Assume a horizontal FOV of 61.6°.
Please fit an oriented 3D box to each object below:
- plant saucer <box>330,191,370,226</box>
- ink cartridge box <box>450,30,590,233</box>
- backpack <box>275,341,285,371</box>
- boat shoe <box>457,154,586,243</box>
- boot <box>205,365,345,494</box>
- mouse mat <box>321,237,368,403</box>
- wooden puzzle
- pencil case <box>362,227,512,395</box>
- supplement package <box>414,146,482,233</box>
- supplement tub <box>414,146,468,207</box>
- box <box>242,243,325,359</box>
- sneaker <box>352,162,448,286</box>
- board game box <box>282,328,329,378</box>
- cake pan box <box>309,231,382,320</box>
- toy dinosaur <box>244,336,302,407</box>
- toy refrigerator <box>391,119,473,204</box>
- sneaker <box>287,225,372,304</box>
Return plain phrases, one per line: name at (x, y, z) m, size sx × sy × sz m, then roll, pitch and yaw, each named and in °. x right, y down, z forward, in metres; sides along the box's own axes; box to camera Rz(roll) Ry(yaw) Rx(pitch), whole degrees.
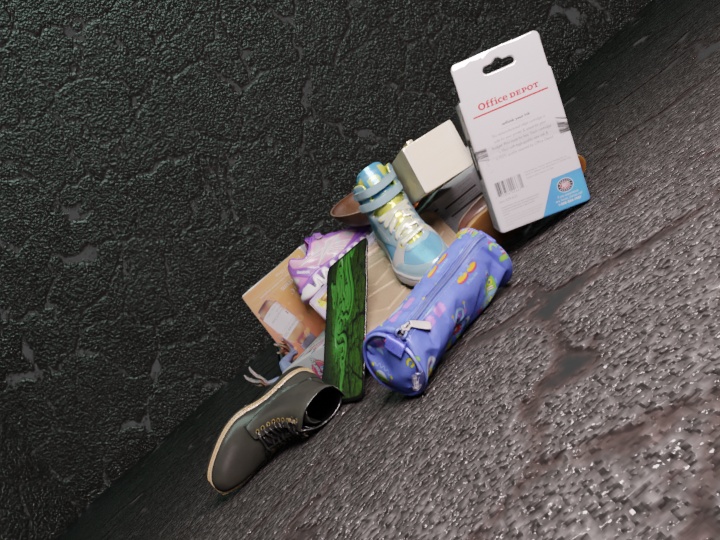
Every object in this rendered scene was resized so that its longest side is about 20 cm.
plant saucer at (0.042, -0.126, 1.047) m, size 0.195 × 0.038 × 0.201 m, roll -22°, pitch 19°, yaw 8°
ink cartridge box at (0.188, -0.164, 0.733) m, size 0.112 × 0.206 × 0.067 m, roll -19°, pitch 7°, yaw 8°
backpack at (-0.132, 0.091, 1.309) m, size 0.150 × 0.205 × 0.163 m, roll -15°, pitch 15°, yaw 29°
boat shoe at (0.214, -0.106, 0.837) m, size 0.197 × 0.071 × 0.071 m, roll -33°, pitch 43°, yaw -3°
boot at (-0.114, 0.212, 0.786) m, size 0.201 × 0.078 × 0.137 m, roll -51°, pitch 19°, yaw -18°
mouse mat at (-0.023, 0.074, 0.812) m, size 0.160 × 0.007 × 0.207 m, roll 144°, pitch 131°, yaw -63°
wooden puzzle at (0.065, 0.014, 0.837) m, size 0.182 × 0.047 × 0.201 m, roll -32°, pitch 32°, yaw 2°
pencil case at (0.083, 0.037, 0.624) m, size 0.200 × 0.077 × 0.088 m, roll -44°, pitch -24°, yaw -32°
supplement package at (0.184, -0.119, 0.987) m, size 0.155 × 0.111 × 0.201 m, roll -37°, pitch 13°, yaw 39°
supplement tub at (0.212, -0.172, 1.353) m, size 0.199 × 0.123 × 0.122 m, roll -42°, pitch 4°, yaw -14°
box at (-0.105, 0.076, 1.176) m, size 0.151 × 0.202 × 0.106 m, roll -39°, pitch 2°, yaw 6°
sneaker at (0.047, -0.068, 0.794) m, size 0.078 × 0.132 × 0.200 m, roll -33°, pitch 33°, yaw -6°
board game box at (-0.018, 0.110, 0.956) m, size 0.199 × 0.065 × 0.147 m, roll -36°, pitch 5°, yaw 43°
cake pan box at (0.000, 0.000, 1.016) m, size 0.184 × 0.052 × 0.200 m, roll -45°, pitch -3°, yaw 0°
toy dinosaur at (-0.127, 0.193, 1.013) m, size 0.196 × 0.106 × 0.183 m, roll -27°, pitch 28°, yaw 14°
toy refrigerator at (0.086, -0.142, 0.844) m, size 0.075 × 0.071 × 0.200 m, roll -31°, pitch 2°, yaw -4°
sneaker at (-0.053, -0.038, 1.069) m, size 0.200 × 0.089 × 0.081 m, roll -43°, pitch -6°, yaw -17°
